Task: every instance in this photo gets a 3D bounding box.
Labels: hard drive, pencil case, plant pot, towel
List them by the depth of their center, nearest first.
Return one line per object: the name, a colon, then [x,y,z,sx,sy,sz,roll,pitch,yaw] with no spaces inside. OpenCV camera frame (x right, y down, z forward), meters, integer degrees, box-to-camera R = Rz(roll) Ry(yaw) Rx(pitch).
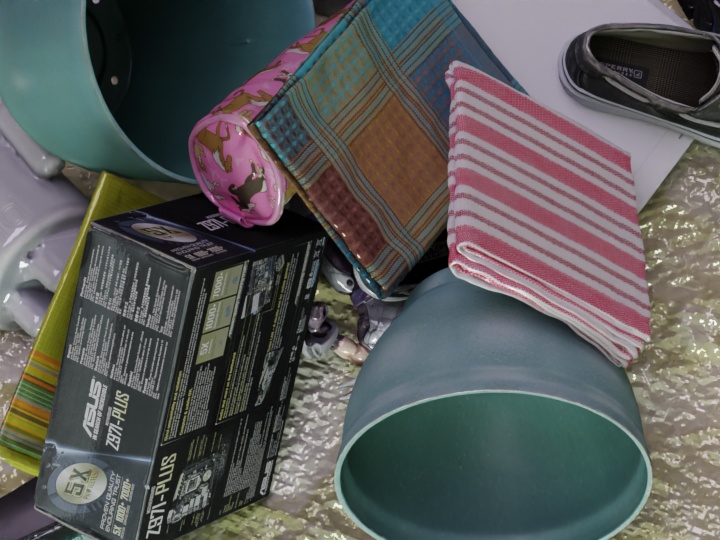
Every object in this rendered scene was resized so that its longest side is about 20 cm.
towel: [0.113,-0.039,1.524,0.030,0.146,0.201,-47,25,33]
plant pot: [0.084,0.080,1.550,0.198,0.201,0.135,-7,51,12]
towel: [0.025,-0.097,1.551,0.022,0.147,0.200,-21,23,49]
pencil case: [-0.027,-0.107,1.578,0.200,0.083,0.087,-40,101,-41]
towel: [-0.174,0.042,1.601,0.018,0.086,0.201,15,81,46]
plant pot: [-0.155,-0.153,1.626,0.160,0.200,0.202,-3,63,46]
hard drive: [0.147,-0.148,1.663,0.200,0.026,0.132,39,80,-3]

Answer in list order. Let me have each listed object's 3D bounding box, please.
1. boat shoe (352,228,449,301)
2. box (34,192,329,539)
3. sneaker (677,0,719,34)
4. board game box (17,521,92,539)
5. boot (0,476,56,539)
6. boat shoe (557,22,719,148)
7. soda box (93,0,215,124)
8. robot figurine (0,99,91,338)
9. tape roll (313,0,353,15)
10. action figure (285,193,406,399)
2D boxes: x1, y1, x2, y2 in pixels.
boat shoe: [0.093,-0.028,1.601,0.198,0.068,0.072,-15,94,-10]
box: [-0.114,0.062,1.570,0.086,0.163,0.202,23,111,25]
sneaker: [0.244,-0.240,1.683,0.078,0.076,0.201,-19,52,-2]
board game box: [-0.228,0.253,1.608,0.199,0.028,0.136,-25,94,3]
boot: [-0.261,0.171,1.647,0.199,0.066,0.166,-27,91,6]
boat shoe: [0.232,-0.122,1.622,0.198,0.071,0.073,6,83,-7]
soda box: [-0.117,-0.134,1.750,0.200,0.068,0.064,38,81,25]
robot figurine: [-0.259,-0.037,1.722,0.200,0.113,0.170,41,118,26]
tape roll: [-0.003,-0.289,1.787,0.198,0.066,0.202,-6,67,13]
action figure: [0.000,0.000,1.651,0.129,0.069,0.201,-28,79,-17]
